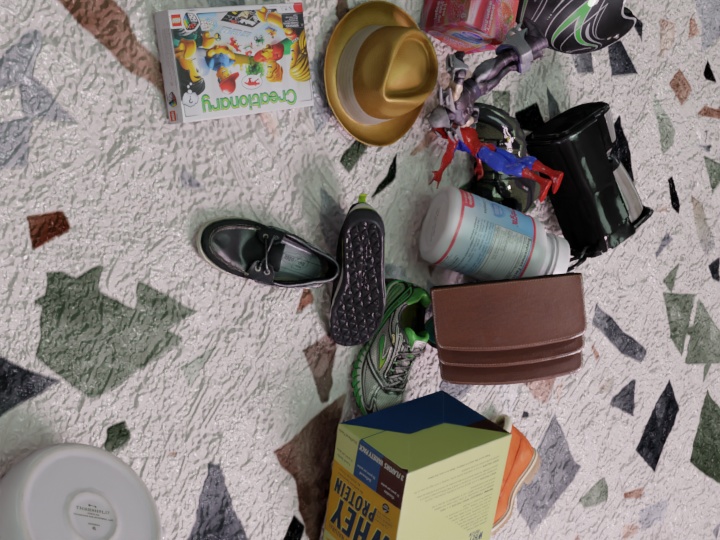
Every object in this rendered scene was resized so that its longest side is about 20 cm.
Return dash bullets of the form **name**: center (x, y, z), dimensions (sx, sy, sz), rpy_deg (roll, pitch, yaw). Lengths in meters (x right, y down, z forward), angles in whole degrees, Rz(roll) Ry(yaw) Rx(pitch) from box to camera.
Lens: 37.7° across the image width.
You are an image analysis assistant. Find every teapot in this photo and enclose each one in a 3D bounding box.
- **teapot**: center (-0.307, 0.286, 1.085), dimensions (0.200, 0.146, 0.198), rpy_deg (46, 32, -2)

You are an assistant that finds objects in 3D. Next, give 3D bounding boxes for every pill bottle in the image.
- **pill bottle**: center (0.190, -0.037, 1.485), dimensions (0.197, 0.109, 0.111), rpy_deg (18, 80, -17)

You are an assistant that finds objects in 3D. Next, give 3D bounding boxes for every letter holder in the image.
- **letter holder**: center (0.198, 0.083, 1.402), dimensions (0.101, 0.196, 0.145), rpy_deg (0, 85, -84)

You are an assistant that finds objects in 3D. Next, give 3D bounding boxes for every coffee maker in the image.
- **coffee maker**: center (0.342, -0.133, 1.630), dimensions (0.192, 0.133, 0.202), rpy_deg (-46, 115, -42)

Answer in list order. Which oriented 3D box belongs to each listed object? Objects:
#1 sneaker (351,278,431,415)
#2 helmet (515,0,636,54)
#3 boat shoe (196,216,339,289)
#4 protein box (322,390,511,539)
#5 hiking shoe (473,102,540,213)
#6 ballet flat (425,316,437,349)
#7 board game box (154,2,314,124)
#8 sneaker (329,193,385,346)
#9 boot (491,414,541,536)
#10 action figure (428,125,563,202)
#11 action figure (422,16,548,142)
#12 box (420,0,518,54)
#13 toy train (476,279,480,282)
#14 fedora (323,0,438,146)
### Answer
- **sneaker**: center (0.044, 0.112, 1.422), dimensions (0.077, 0.085, 0.204), rpy_deg (12, 85, -41)
- **helmet**: center (0.311, -0.422, 1.543), dimensions (0.190, 0.197, 0.203), rpy_deg (32, 70, -63)
- **boat shoe**: center (-0.106, -0.017, 1.291), dimensions (0.198, 0.066, 0.076), rpy_deg (24, 77, -40)
- **protein box**: center (0.071, 0.296, 1.389), dimensions (0.196, 0.134, 0.203), rpy_deg (-11, 118, -41)
- **hiking shoe**: center (0.202, -0.152, 1.552), dimensions (0.201, 0.075, 0.101), rpy_deg (54, 56, -31)
- **ballet flat**: center (0.186, 0.074, 1.487), dimensions (0.197, 0.073, 0.074), rpy_deg (-16, 108, 5)
- **board game box**: center (-0.147, -0.250, 1.262), dimensions (0.198, 0.034, 0.129), rpy_deg (-16, 103, -40)
- **sneaker**: center (0.000, 0.000, 1.384), dimensions (0.070, 0.083, 0.203), rpy_deg (6, 113, -8)
- **boot**: center (0.190, 0.309, 1.578), dimensions (0.200, 0.074, 0.108), rpy_deg (-51, 120, -37)
- **action figure**: center (0.176, -0.140, 1.485), dimensions (0.065, 0.199, 0.100), rpy_deg (-28, 146, -49)
- **action figure**: center (0.160, -0.254, 1.422), dimensions (0.199, 0.070, 0.130), rpy_deg (-39, 158, -8)
- **box**: center (0.167, -0.421, 1.492), dimensions (0.102, 0.094, 0.204), rpy_deg (19, 80, -42)
- **toy train**: center (0.213, 0.057, 1.576), dimensions (0.113, 0.085, 0.203), rpy_deg (21, 79, -30)
- **fedora**: center (0.042, -0.263, 1.398), dimensions (0.198, 0.081, 0.205), rpy_deg (-3, 94, -41)
